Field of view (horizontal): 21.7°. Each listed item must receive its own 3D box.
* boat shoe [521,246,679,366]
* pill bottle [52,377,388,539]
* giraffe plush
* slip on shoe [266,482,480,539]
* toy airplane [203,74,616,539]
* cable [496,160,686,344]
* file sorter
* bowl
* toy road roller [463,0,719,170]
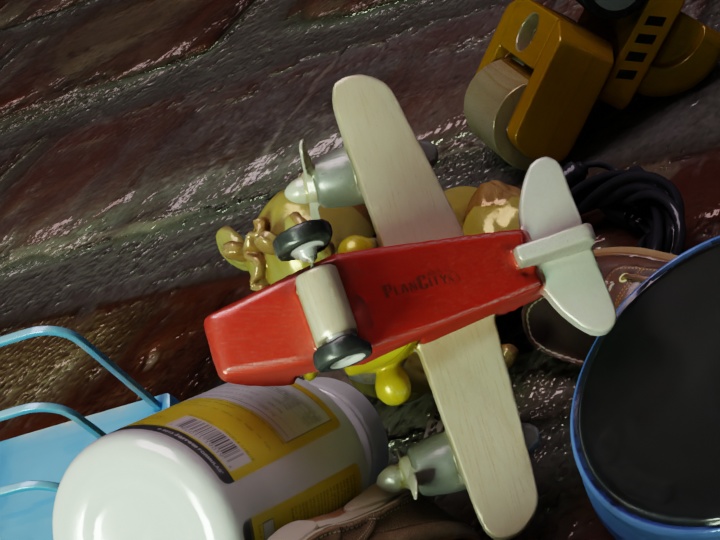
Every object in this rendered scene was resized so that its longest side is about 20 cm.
[{"bbox_3d":[0.173,0.029,1.076,0.199,0.071,0.070,-5,27,39],"label":"boat shoe"},{"bbox_3d":[-0.064,0.118,0.997,0.111,0.113,0.200,-12,3,29],"label":"pill bottle"},{"bbox_3d":[0.000,0.000,1.145,0.172,0.162,0.201,-39,25,40],"label":"giraffe plush"},{"bbox_3d":[-0.005,0.163,0.942,0.060,0.077,0.200,17,17,24],"label":"slip on shoe"},{"bbox_3d":[0.032,0.017,0.995,0.201,0.198,0.141,-65,9,-29],"label":"toy airplane"},{"bbox_3d":[0.132,-0.012,1.229,0.162,0.051,0.200,-26,24,0],"label":"cable"},{"bbox_3d":[-0.189,0.152,1.027,0.138,0.123,0.201,-17,55,21],"label":"file sorter"},{"bbox_3d":[0.195,0.060,0.947,0.200,0.039,0.201,-25,41,23],"label":"bowl"},{"bbox_3d":[0.185,-0.162,1.440,0.201,0.145,0.123,-62,21,11],"label":"toy road roller"}]
